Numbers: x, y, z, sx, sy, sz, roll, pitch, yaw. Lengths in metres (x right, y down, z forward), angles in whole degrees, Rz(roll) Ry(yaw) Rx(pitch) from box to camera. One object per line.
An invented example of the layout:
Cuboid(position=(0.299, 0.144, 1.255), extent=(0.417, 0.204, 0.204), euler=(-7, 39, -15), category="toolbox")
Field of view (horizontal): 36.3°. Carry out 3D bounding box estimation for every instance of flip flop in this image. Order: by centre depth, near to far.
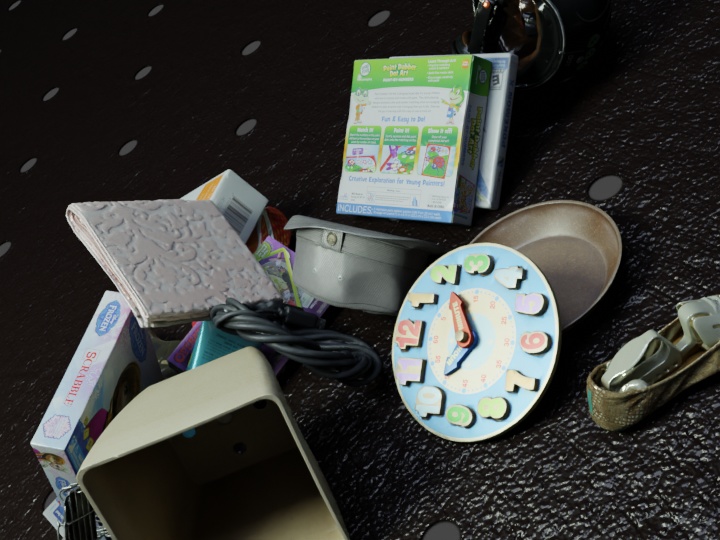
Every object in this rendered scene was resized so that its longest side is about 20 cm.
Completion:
Cuboid(position=(-0.260, 0.117, 1.385), extent=(0.198, 0.058, 0.081), euler=(10, 52, 38), category="flip flop")

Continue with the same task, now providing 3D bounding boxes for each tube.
Cuboid(position=(-0.179, 0.152, 1.225), extent=(0.050, 0.077, 0.202), euler=(7, 72, 61), category="tube")

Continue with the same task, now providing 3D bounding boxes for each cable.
Cuboid(position=(-0.071, 0.078, 1.178), extent=(0.163, 0.199, 0.051), euler=(31, 98, 43), category="cable")

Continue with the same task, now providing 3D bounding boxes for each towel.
Cuboid(position=(-0.208, -0.013, 1.247), extent=(0.191, 0.199, 0.032), euler=(51, 125, 29), category="towel")

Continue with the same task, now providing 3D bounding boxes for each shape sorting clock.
Cuboid(position=(0.110, 0.070, 1.098), extent=(0.199, 0.039, 0.202), euler=(-16, 66, 40), category="shape sorting clock")

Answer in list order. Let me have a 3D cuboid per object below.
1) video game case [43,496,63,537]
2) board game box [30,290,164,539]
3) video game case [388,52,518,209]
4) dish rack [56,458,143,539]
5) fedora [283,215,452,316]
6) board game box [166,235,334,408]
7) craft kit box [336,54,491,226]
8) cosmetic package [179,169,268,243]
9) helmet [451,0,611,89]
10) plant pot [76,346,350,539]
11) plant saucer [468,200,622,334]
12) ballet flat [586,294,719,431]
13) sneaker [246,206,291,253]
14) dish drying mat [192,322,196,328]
Cuboid(position=(-0.271, 0.241, 1.290), extent=(0.200, 0.018, 0.143), euler=(-48, 38, -16), category="video game case")
Cuboid(position=(-0.275, 0.163, 1.200), extent=(0.041, 0.201, 0.201), euler=(8, 50, 11), category="board game box")
Cuboid(position=(0.099, -0.174, 1.358), extent=(0.199, 0.022, 0.185), euler=(9, 92, 44), category="video game case")
Cuboid(position=(-0.251, 0.265, 1.079), extent=(0.054, 0.155, 0.200), euler=(-7, 2, 14), category="dish rack")
Cuboid(position=(0.000, 0.000, 1.249), extent=(0.198, 0.177, 0.091), euler=(13, 89, 17), category="fedora")
Cuboid(position=(-0.122, 0.065, 1.305), extent=(0.119, 0.032, 0.201), euler=(34, 68, 12), category="board game box")
Cuboid(position=(0.061, -0.160, 1.350), extent=(0.199, 0.048, 0.200), euler=(9, 94, 44), category="craft kit box")
Cuboid(position=(-0.215, -0.052, 1.465), extent=(0.199, 0.071, 0.102), euler=(-21, 37, 54), category="cosmetic package")
Cuboid(position=(0.216, -0.330, 1.379), extent=(0.198, 0.202, 0.191), euler=(-4, 28, 35), category="helmet")
Cuboid(position=(-0.138, 0.192, 1.090), extent=(0.198, 0.201, 0.177), euler=(-22, 24, 4), category="plant pot")
Cuboid(position=(0.185, 0.010, 1.161), extent=(0.199, 0.037, 0.202), euler=(-23, 38, 19), category="plant saucer")
Cuboid(position=(0.287, 0.069, 0.988), extent=(0.199, 0.065, 0.071), euler=(-37, 36, -2), category="ballet flat")
Cuboid(position=(-0.137, 0.006, 1.414), extent=(0.077, 0.073, 0.201), euler=(-36, 26, 37), category="sneaker")
Cuboid(position=(-0.178, 0.089, 1.383), extent=(0.076, 0.018, 0.201), euler=(-30, 38, 13), category="dish drying mat")
